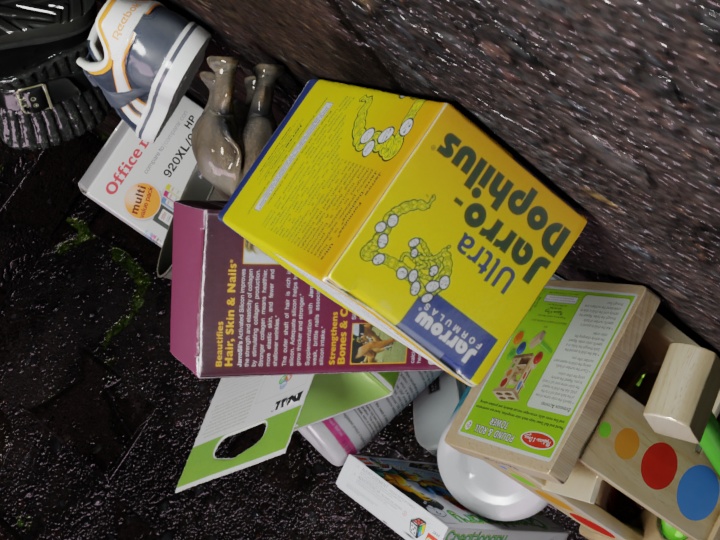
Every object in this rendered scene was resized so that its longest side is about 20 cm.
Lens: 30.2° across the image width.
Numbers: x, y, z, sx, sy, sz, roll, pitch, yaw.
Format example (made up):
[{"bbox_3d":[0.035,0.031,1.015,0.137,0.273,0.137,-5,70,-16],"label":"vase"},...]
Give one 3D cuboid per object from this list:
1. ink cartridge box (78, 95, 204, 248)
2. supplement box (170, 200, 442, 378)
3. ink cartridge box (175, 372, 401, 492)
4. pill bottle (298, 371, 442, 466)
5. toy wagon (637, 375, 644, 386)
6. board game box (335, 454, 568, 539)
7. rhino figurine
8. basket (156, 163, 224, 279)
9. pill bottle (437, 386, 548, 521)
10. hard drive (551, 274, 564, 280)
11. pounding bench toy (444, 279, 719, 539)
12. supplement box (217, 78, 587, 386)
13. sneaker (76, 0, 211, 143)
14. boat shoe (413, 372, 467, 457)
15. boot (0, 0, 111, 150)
[{"bbox_3d":[-0.183,-0.091,1.448,0.200,0.148,0.145,35,176,-16],"label":"ink cartridge box"},{"bbox_3d":[-0.026,0.010,0.920,0.199,0.111,0.086,0,-172,-21],"label":"supplement box"},{"bbox_3d":[-0.046,0.094,1.042,0.076,0.201,0.147,41,139,-23],"label":"ink cartridge box"},{"bbox_3d":[0.015,0.071,1.213,0.113,0.200,0.113,46,169,11],"label":"pill bottle"},{"bbox_3d":[0.208,0.088,1.116,0.200,0.040,0.155,33,176,33],"label":"toy wagon"},{"bbox_3d":[0.086,0.217,1.207,0.126,0.035,0.199,31,-170,39],"label":"board game box"},{"bbox_3d":[-0.088,-0.093,0.927,0.059,0.088,0.200,3,-179,-8],"label":"rhino figurine"},{"bbox_3d":[-0.073,-0.031,1.293,0.199,0.181,0.136,26,148,-18],"label":"basket"},{"bbox_3d":[0.146,0.131,1.213,0.110,0.111,0.200,34,-150,4],"label":"pill bottle"},{"bbox_3d":[0.134,0.057,1.022,0.132,0.026,0.200,33,159,23],"label":"hard drive"},{"bbox_3d":[0.182,0.102,0.807,0.156,0.125,0.200,35,167,-22],"label":"pounding bench toy"},{"bbox_3d":[0.015,-0.030,0.757,0.109,0.110,0.200,36,177,-25],"label":"supplement box"},{"bbox_3d":[-0.162,-0.155,0.990,0.079,0.079,0.200,30,166,-7],"label":"sneaker"},{"bbox_3d":[0.089,0.100,1.318,0.070,0.201,0.064,-19,140,30],"label":"boat shoe"},{"bbox_3d":[-0.304,-0.163,1.072,0.210,0.080,0.158,-6,153,-11],"label":"boot"}]
